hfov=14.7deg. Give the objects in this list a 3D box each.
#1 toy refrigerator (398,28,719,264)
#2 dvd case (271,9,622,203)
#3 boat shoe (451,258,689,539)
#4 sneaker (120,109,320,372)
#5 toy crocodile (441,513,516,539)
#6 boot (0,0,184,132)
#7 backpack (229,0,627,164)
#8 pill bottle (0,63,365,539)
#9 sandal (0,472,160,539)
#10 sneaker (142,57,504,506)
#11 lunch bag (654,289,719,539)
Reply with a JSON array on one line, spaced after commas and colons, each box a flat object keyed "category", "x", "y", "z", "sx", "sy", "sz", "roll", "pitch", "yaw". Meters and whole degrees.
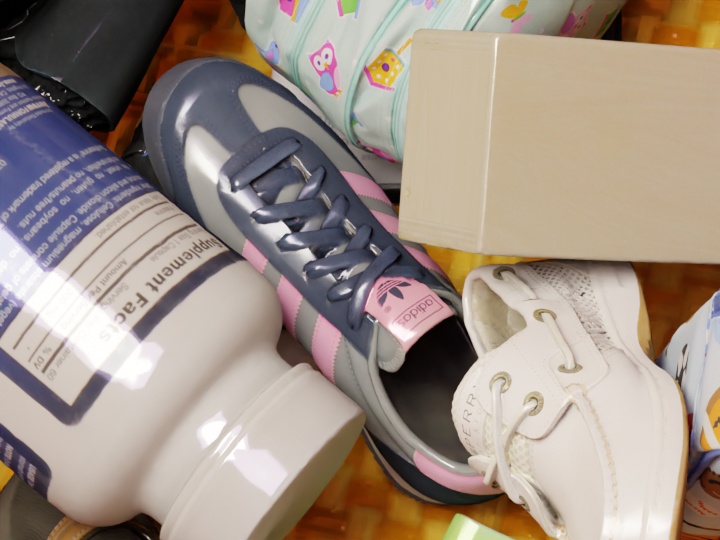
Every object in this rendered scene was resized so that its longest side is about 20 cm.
[{"category": "toy refrigerator", "x": 0.116, "y": -0.042, "z": 0.997, "sx": 0.200, "sy": 0.070, "sz": 0.076, "roll": 1, "pitch": 95, "yaw": -26}, {"category": "dvd case", "x": 0.036, "y": -0.124, "z": 1.137, "sx": 0.142, "sy": 0.018, "sz": 0.200, "roll": -2, "pitch": 71, "yaw": 14}, {"category": "boat shoe", "x": 0.064, "y": 0.053, "z": 0.920, "sx": 0.069, "sy": 0.200, "sz": 0.071, "roll": 6, "pitch": 112, "yaw": -6}, {"category": "sneaker", "x": -0.107, "y": -0.021, "z": 1.101, "sx": 0.200, "sy": 0.073, "sz": 0.112, "roll": 6, "pitch": 84, "yaw": 6}, {"category": "toy crocodile", "x": 0.108, "y": 0.147, "z": 1.001, "sx": 0.200, "sy": 0.062, "sz": 0.068, "roll": 31, "pitch": 81, "yaw": 22}, {"category": "boot", "x": -0.124, "y": -0.151, "z": 1.106, "sx": 0.200, "sy": 0.076, "sz": 0.168, "roll": 31, "pitch": 82, "yaw": 41}, {"category": "backpack", "x": 0.044, "y": -0.137, "z": 1.048, "sx": 0.127, "sy": 0.167, "sz": 0.200, "roll": 40, "pitch": 95, "yaw": 27}, {"category": "pill bottle", "x": -0.099, "y": 0.020, "z": 0.998, "sx": 0.200, "sy": 0.111, "sz": 0.111, "roll": 39, "pitch": 84, "yaw": 10}, {"category": "sandal", "x": -0.095, "y": 0.120, "z": 1.010, "sx": 0.082, "sy": 0.200, "sz": 0.055, "roll": 26, "pitch": 110, "yaw": -12}, {"category": "sneaker", "x": 0.000, "y": 0.000, "z": 1.024, "sx": 0.070, "sy": 0.082, "sz": 0.200, "roll": -42, "pitch": 98, "yaw": -15}, {"category": "lunch bag", "x": 0.180, "y": 0.058, "z": 0.939, "sx": 0.160, "sy": 0.200, "sz": 0.076, "roll": 8, "pitch": 79, "yaw": 0}]
